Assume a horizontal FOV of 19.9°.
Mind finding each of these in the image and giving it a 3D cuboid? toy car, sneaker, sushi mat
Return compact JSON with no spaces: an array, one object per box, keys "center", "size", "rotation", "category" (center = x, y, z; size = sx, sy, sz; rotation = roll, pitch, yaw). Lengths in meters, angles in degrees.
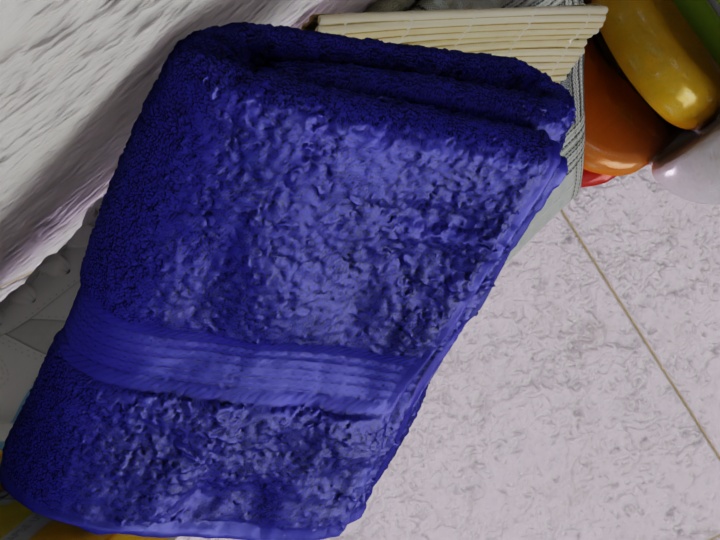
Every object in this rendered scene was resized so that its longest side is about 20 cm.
[{"center":[0.143,-0.109,1.104],"size":[0.150,0.175,0.200],"rotation":[-36,-179,25],"category":"toy car"},{"center":[-0.093,0.013,0.756],"size":[0.199,0.081,0.076],"rotation":[-19,-174,-10],"category":"sneaker"},{"center":[0.026,-0.069,0.848],"size":[0.199,0.012,0.096],"rotation":[-11,136,-50],"category":"sushi mat"}]

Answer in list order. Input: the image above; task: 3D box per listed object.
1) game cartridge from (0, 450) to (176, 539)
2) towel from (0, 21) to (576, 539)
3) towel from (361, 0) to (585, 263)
[{"center":[-0.173,0.110,0.737],"size":[0.175,0.033,0.200],"rotation":[-2,-162,29],"category":"game cartridge"},{"center":[-0.024,0.014,0.678],"size":[0.147,0.050,0.201],"rotation":[3,131,-30],"category":"towel"},{"center":[0.037,-0.053,0.927],"size":[0.200,0.034,0.193],"rotation":[-39,145,-27],"category":"towel"}]
